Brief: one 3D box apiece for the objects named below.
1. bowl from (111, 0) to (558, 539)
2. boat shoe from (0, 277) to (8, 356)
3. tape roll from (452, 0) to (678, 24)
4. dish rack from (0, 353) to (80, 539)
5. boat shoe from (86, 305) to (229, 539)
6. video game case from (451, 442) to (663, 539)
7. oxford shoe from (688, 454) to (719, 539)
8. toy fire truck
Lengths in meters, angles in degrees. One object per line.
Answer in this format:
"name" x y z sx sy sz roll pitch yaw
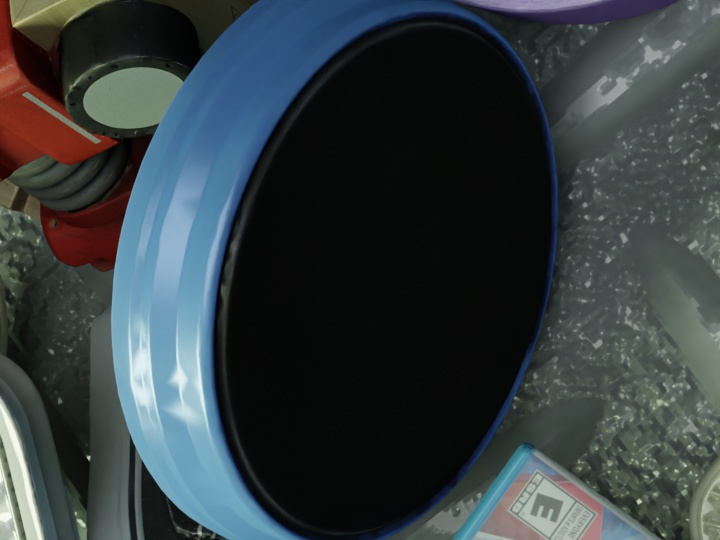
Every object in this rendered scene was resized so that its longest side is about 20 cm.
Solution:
"bowl" 0.000 0.000 0.811 0.039 0.200 0.202 16 97 37
"boat shoe" -0.176 0.062 0.926 0.062 0.075 0.201 18 122 31
"tape roll" 0.070 -0.190 0.852 0.199 0.066 0.202 0 91 18
"dish rack" -0.175 0.092 0.861 0.199 0.043 0.173 6 116 33
"boat shoe" -0.055 0.082 0.862 0.071 0.072 0.201 -22 53 14
"video game case" 0.094 0.174 0.803 0.200 0.018 0.143 36 91 -1
"oxford shoe" 0.201 0.047 0.825 0.199 0.058 0.076 -30 85 2
"toy fire truck" -0.115 -0.059 0.870 0.199 0.176 0.129 -24 57 23
